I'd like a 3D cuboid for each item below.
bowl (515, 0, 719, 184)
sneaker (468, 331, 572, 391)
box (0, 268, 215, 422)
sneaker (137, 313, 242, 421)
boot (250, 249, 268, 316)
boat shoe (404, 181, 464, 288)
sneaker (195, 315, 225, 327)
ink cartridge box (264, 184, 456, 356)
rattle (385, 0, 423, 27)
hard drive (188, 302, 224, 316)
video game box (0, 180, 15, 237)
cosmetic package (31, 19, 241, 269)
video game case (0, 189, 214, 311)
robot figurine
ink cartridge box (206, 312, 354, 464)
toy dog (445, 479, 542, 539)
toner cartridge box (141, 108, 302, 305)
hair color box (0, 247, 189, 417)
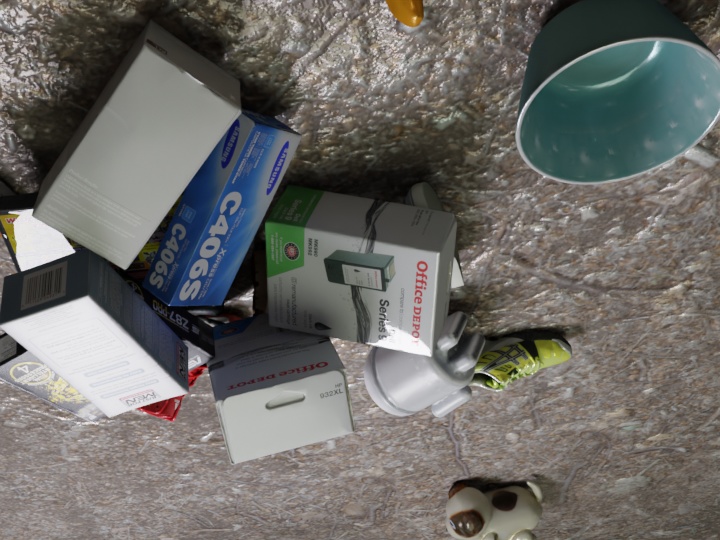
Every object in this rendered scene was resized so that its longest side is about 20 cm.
[{"bbox_3d":[0.237,-0.185,0.956,0.198,0.106,0.202,-4,148,-3],"label":"bowl"},{"bbox_3d":[0.218,0.142,1.492,0.197,0.077,0.076,-7,146,-1],"label":"sneaker"},{"bbox_3d":[-0.288,0.089,1.123,0.198,0.050,0.161,-27,142,21],"label":"box"},{"bbox_3d":[-0.231,0.143,1.375,0.199,0.117,0.078,-26,143,29],"label":"sneaker"},{"bbox_3d":[-0.088,0.046,1.295,0.106,0.076,0.201,-5,147,-12],"label":"boot"},{"bbox_3d":[0.074,-0.031,1.201,0.071,0.071,0.201,-14,148,10],"label":"boat shoe"},{"bbox_3d":[-0.222,0.105,1.306,0.198,0.086,0.077,0,167,28],"label":"sneaker"},{"bbox_3d":[0.000,0.000,1.126,0.197,0.084,0.147,10,125,12],"label":"ink cartridge box"},{"bbox_3d":[-0.063,-0.248,0.779,0.197,0.145,0.130,1,166,-24],"label":"rattle"},{"bbox_3d":[-0.271,0.034,1.218,0.197,0.033,0.139,4,177,-16],"label":"hard drive"},{"bbox_3d":[-0.487,-0.078,1.050,0.197,0.047,0.183,-14,149,12],"label":"video game box"},{"bbox_3d":[-0.205,-0.114,0.927,0.106,0.090,0.200,33,107,-23],"label":"cosmetic package"},{"bbox_3d":[-0.264,-0.016,1.066,0.197,0.026,0.182,-7,137,-2],"label":"video game case"},{"bbox_3d":[0.083,0.133,1.420,0.199,0.113,0.170,-35,99,37],"label":"robot figurine"},{"bbox_3d":[-0.099,0.124,1.159,0.143,0.200,0.085,-13,112,-9],"label":"ink cartridge box"},{"bbox_3d":[0.258,0.495,2.002,0.198,0.141,0.195,13,130,-28],"label":"toy dog"},{"bbox_3d":[-0.138,-0.061,1.011,0.202,0.043,0.095,-63,157,12],"label":"toner cartridge box"},{"bbox_3d":[-0.261,0.068,1.012,0.098,0.061,0.201,-17,142,11],"label":"hair color box"}]
